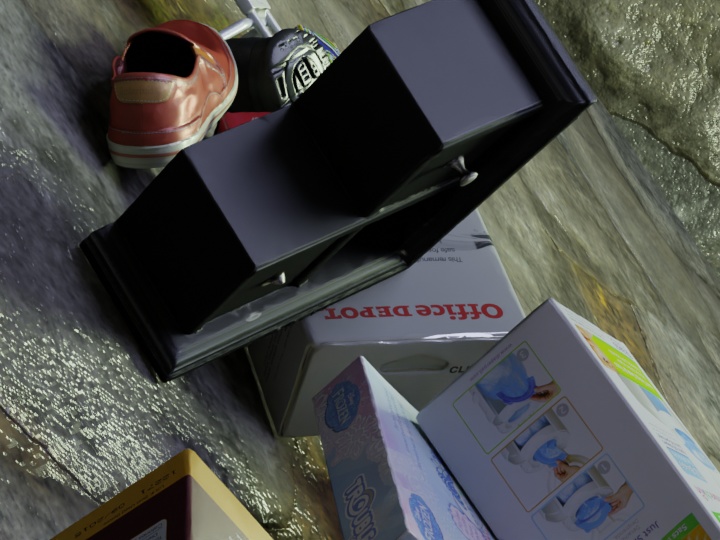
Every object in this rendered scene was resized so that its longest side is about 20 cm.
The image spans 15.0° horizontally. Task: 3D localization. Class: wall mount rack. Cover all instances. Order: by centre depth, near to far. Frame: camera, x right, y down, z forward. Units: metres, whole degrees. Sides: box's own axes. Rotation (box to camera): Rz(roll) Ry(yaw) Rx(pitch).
[{"bbox_3d":[-0.126,-0.199,1.845,0.201,0.074,0.174,56,10,1],"label":"wall mount rack"}]

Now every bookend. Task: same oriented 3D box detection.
[{"bbox_3d":[-0.013,-0.053,1.455,0.198,0.200,0.092,-25,78,-41],"label":"bookend"}]

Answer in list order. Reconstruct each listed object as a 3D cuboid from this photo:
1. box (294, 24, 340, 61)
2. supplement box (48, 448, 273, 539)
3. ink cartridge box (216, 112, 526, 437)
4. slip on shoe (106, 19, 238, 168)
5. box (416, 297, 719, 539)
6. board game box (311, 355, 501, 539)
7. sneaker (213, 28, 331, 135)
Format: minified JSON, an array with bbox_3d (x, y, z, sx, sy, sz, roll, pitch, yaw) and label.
[{"bbox_3d":[-0.011,-0.070,1.933,0.201,0.070,0.064,60,17,18],"label":"box"},{"bbox_3d":[-0.054,0.216,0.995,0.197,0.132,0.200,50,15,-24],"label":"supplement box"},{"bbox_3d":[0.000,0.000,1.636,0.143,0.084,0.201,-1,44,-21],"label":"ink cartridge box"},{"bbox_3d":[-0.116,-0.121,1.665,0.200,0.074,0.062,-75,163,-68],"label":"slip on shoe"},{"bbox_3d":[0.138,0.131,1.459,0.200,0.101,0.112,55,13,28],"label":"box"},{"bbox_3d":[0.062,0.162,1.441,0.199,0.043,0.200,46,11,-21],"label":"board game box"},{"bbox_3d":[-0.048,-0.074,1.802,0.076,0.090,0.201,-48,131,-41],"label":"sneaker"}]
